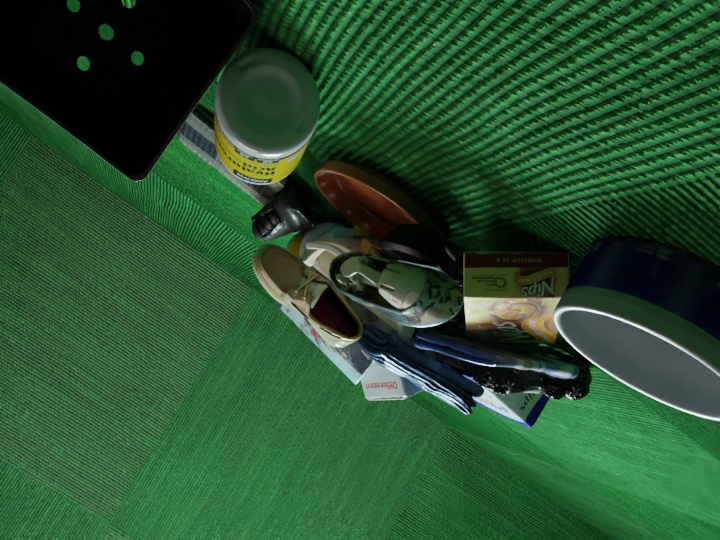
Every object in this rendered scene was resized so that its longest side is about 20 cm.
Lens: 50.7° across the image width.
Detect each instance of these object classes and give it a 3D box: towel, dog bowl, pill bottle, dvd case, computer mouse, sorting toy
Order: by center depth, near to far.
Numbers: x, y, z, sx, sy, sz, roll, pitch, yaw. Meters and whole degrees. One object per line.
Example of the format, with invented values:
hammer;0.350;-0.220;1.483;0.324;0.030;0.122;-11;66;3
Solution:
dog bowl;0.290;0.058;0.728;0.197;0.080;0.200;33;169;7
pill bottle;-0.110;-0.160;0.855;0.110;0.113;0.200;33;169;-6
computer mouse;0.063;-0.026;0.944;0.138;0.047;0.199;15;173;34
towel;0.181;0.114;1.001;0.197;0.025;0.145;12;-179;-44
sorting toy;0.000;0.000;1.077;0.198;0.108;0.180;36;-172;15
towel;0.086;0.148;1.146;0.197;0.049;0.111;31;176;-25
towel;-0.208;-0.188;1.243;0.198;0.035;0.192;38;165;-11
dvd case;-0.052;0.088;1.256;0.200;0.022;0.147;46;147;7
pill bottle;-0.064;-0.023;1.300;0.108;0.111;0.199;35;169;-13

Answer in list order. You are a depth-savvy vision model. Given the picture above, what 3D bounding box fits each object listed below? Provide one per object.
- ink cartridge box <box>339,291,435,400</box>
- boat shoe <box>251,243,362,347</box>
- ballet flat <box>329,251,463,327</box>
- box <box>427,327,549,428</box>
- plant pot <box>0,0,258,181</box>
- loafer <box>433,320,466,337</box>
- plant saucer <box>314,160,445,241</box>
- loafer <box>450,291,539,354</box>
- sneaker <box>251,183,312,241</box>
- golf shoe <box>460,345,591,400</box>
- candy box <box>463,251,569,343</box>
ink cartridge box;0.044;0.107;1.277;0.146;0.081;0.205;-17;89;61
boat shoe;-0.070;0.032;1.102;0.199;0.075;0.066;41;156;-18
ballet flat;0.031;0.017;0.885;0.197;0.075;0.074;9;155;50
box;0.208;0.158;1.308;0.199;0.106;0.182;40;168;-32
plant pot;-0.247;-0.238;0.751;0.199;0.201;0.177;37;179;-24
loafer;0.171;0.078;1.172;0.071;0.074;0.199;30;171;-14
plant saucer;0.028;-0.082;1.000;0.197;0.033;0.201;31;168;7
loafer;0.159;0.046;1.039;0.196;0.064;0.072;24;-172;6
sneaker;-0.134;-0.083;1.252;0.078;0.089;0.200;66;166;3
golf shoe;0.249;0.149;1.152;0.195;0.080;0.094;14;-172;17
candy box;0.180;0.037;0.896;0.112;0.057;0.200;1;162;10
